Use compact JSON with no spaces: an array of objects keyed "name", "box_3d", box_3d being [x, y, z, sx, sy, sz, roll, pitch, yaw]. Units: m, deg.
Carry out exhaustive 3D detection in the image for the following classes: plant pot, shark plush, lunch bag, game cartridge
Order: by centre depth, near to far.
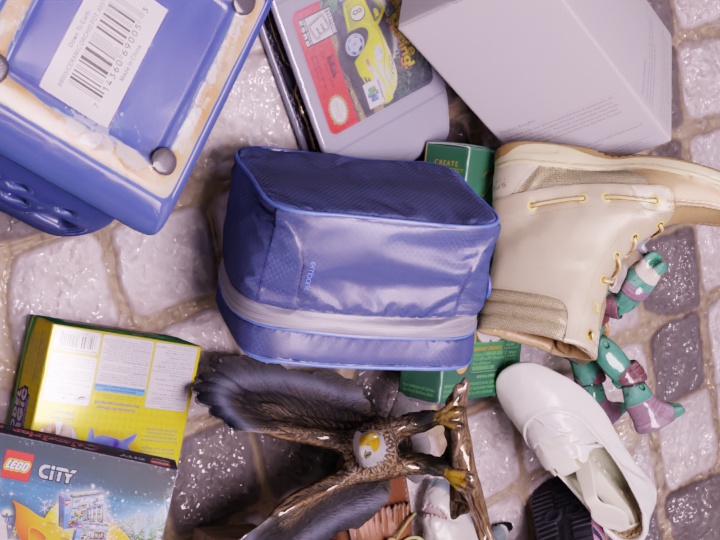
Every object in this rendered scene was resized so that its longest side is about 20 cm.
[{"name":"plant pot","box_3d":[-0.180,-0.138,0.835,0.200,0.179,0.201,32,78,-35]},{"name":"lunch bag","box_3d":[0.000,0.000,0.990,0.199,0.136,0.133,5,112,-18]},{"name":"game cartridge","box_3d":[-0.004,-0.166,1.047,0.133,0.041,0.201,-34,116,-31]},{"name":"shark plush","box_3d":[0.123,0.244,1.186,0.199,0.091,0.084,25,52,-31]}]

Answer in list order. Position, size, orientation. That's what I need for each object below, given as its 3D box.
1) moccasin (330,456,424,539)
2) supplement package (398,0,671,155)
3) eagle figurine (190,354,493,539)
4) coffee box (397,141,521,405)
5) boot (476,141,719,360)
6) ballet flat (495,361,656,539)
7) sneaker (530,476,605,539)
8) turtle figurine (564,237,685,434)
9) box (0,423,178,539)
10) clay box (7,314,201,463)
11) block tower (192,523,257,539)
[{"name":"moccasin","box_3d":[0.015,0.229,1.093,0.073,0.078,0.203,1,95,-33]},{"name":"supplement package","box_3d":[0.138,-0.182,1.063,0.200,0.121,0.120,43,43,-37]},{"name":"eagle figurine","box_3d":[-0.015,0.133,0.994,0.199,0.152,0.151,-9,132,-5]},{"name":"coffee box","box_3d":[0.089,0.001,1.117,0.123,0.044,0.201,-2,99,-53]},{"name":"boot","box_3d":[0.190,-0.008,1.044,0.199,0.073,0.156,9,75,1]},{"name":"ballet flat","box_3d":[0.180,0.153,1.138,0.200,0.069,0.070,48,70,-27]},{"name":"sneaker","box_3d":[0.182,0.261,1.172,0.082,0.070,0.200,62,25,-27]},{"name":"turtle figurine","box_3d":[0.188,0.036,1.152,0.100,0.150,0.201,-25,101,-15]},{"name":"box","box_3d":[-0.227,0.168,0.885,0.199,0.038,0.137,14,89,-11]},{"name":"clay box","box_3d":[-0.185,0.138,0.954,0.114,0.048,0.201,12,91,-35]},{"name":"block tower","box_3d":[-0.102,0.293,1.035,0.058,0.054,0.201,4,94,-35]}]
